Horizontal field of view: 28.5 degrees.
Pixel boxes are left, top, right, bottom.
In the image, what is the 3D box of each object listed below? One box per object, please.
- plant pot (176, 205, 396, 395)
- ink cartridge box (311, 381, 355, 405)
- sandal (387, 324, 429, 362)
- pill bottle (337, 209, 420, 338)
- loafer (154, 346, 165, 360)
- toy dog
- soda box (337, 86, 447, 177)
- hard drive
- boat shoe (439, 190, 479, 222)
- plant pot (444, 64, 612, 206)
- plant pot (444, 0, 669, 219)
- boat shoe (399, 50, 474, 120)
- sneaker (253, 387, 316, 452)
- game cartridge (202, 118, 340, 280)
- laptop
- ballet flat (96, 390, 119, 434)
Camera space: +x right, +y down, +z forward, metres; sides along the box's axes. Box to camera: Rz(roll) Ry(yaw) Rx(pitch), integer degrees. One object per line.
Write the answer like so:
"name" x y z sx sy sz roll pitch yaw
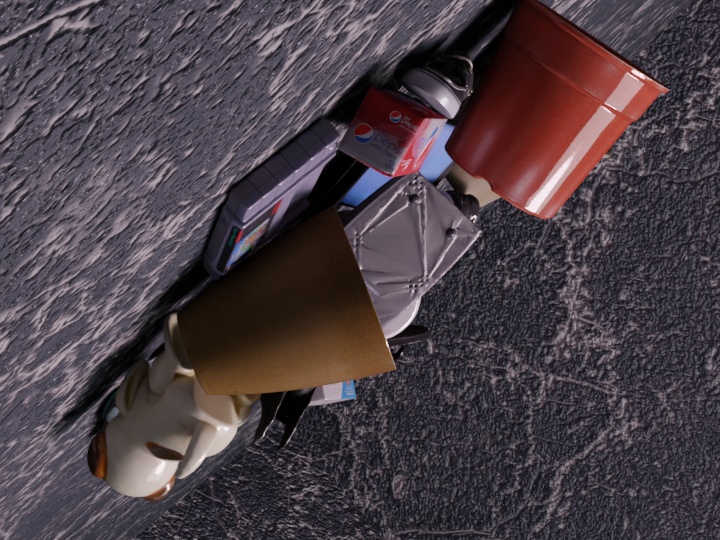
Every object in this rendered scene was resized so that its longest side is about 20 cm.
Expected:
"plant pot" -0.087 0.052 1.502 0.199 0.187 0.186 -20 173 -2
"ink cartridge box" -0.073 0.094 2.057 0.068 0.201 0.116 -12 172 21
"sandal" -0.006 0.112 1.853 0.200 0.048 0.075 -14 -167 -3
"pill bottle" 0.000 0.000 1.770 0.114 0.114 0.200 -43 -157 6
"loafer" -0.166 0.080 1.759 0.200 0.071 0.073 -40 174 -29
"toy dog" -0.215 0.181 1.603 0.139 0.194 0.200 23 130 -36
"soda box" 0.036 -0.140 1.434 0.070 0.063 0.200 -60 175 10
"hard drive" 0.026 -0.019 1.625 0.200 0.135 0.042 -44 -151 12
"boat shoe" 0.089 -0.024 1.806 0.060 0.074 0.200 -1 135 -31
"plant pot" 0.188 -0.182 1.794 0.183 0.201 0.200 -32 178 21
"plant pot" 0.207 -0.176 1.583 0.196 0.200 0.201 -57 171 14
"boat shoe" 0.092 -0.202 1.498 0.066 0.070 0.200 -56 172 6
"sneaker" -0.082 0.112 1.637 0.104 0.060 0.200 -54 -159 24
"game cartridge" -0.092 -0.064 1.405 0.130 0.038 0.200 -45 176 -24
"laptop" 0.032 -0.093 1.657 0.177 0.103 0.200 -48 -173 37
"ballet flat" -0.289 0.196 1.790 0.074 0.074 0.200 -40 174 -23
